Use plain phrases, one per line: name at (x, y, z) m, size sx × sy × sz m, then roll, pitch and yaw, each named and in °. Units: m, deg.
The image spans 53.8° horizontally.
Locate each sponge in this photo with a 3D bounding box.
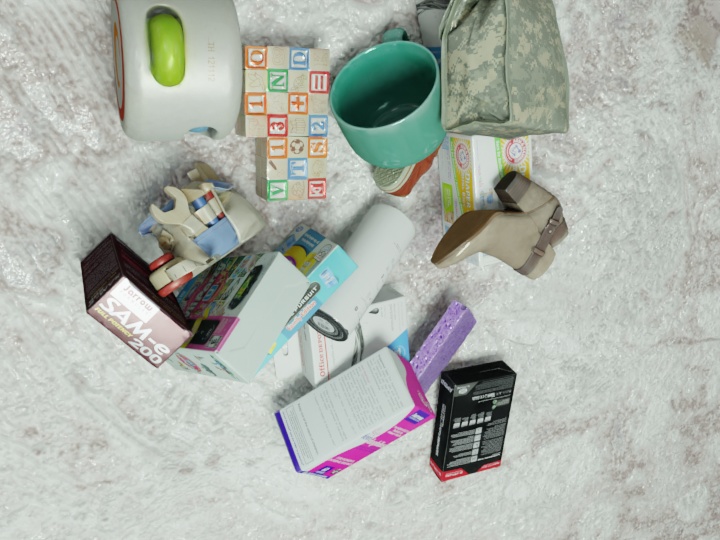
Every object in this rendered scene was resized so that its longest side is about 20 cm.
sponge at (0.114, 0.145, 1.139) m, size 0.200 × 0.030 × 0.112 m, roll -54°, pitch 157°, yaw -2°

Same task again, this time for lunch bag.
lunch bag at (0.186, -0.277, 0.914) m, size 0.164 × 0.117 × 0.201 m, roll -7°, pitch 97°, yaw -48°

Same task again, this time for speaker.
speaker at (0.000, 0.000, 1.013) m, size 0.081 × 0.081 × 0.200 m, roll 48°, pitch 61°, yaw -27°

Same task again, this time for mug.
mug at (0.056, -0.228, 0.970) m, size 0.185 × 0.152 × 0.114 m, roll -51°, pitch 146°, yaw -13°

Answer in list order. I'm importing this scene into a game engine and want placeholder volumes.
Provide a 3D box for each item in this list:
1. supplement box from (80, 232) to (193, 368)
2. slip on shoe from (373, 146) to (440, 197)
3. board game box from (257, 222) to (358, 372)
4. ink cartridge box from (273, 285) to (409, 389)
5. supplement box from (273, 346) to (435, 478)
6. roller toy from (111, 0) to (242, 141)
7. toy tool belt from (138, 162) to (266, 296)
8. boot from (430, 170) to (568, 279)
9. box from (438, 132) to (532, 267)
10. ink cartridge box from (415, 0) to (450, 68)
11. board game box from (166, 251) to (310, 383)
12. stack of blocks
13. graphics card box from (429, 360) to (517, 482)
supplement box at (-0.278, 0.031, 0.866) m, size 0.061 × 0.200 × 0.109 m, roll -46°, pitch 117°, yaw -5°
slip on shoe at (0.092, -0.196, 1.049) m, size 0.200 × 0.074 × 0.061 m, roll -59°, pitch 145°, yaw -2°
board game box at (-0.112, 0.034, 0.970) m, size 0.200 × 0.151 × 0.047 m, roll -46°, pitch 117°, yaw -6°
ink cartridge box at (-0.030, 0.104, 1.075) m, size 0.200 × 0.067 × 0.116 m, roll -13°, pitch 111°, yaw -21°
supplement box at (-0.008, 0.212, 1.044) m, size 0.200 × 0.103 × 0.101 m, roll -34°, pitch 149°, yaw 11°
roller toy at (-0.211, -0.246, 0.828) m, size 0.139 × 0.200 × 0.183 m, roll -5°, pitch 142°, yaw -23°
toy tool belt at (-0.217, -0.060, 0.884) m, size 0.125 × 0.200 × 0.123 m, roll -30°, pitch 99°, yaw 33°
boot at (0.211, -0.038, 1.016) m, size 0.200 × 0.070 × 0.146 m, roll -45°, pitch 117°, yaw -2°
box at (0.191, -0.121, 1.084) m, size 0.101 × 0.112 × 0.200 m, roll -13°, pitch 109°, yaw -20°
ink cartridge box at (0.158, -0.390, 1.007) m, size 0.146 × 0.086 × 0.200 m, roll -21°, pitch 114°, yaw -17°
board game box at (-0.173, 0.056, 0.899) m, size 0.064 × 0.200 × 0.148 m, roll 45°, pitch 62°, yaw -27°
stack of blocks at (-0.107, -0.197, 0.957) m, size 0.115 × 0.059 × 0.200 m, roll -5°, pitch 107°, yaw -23°
graphics card box at (0.191, 0.258, 1.215) m, size 0.125 × 0.051 × 0.200 m, roll -7°, pitch 118°, yaw -22°
